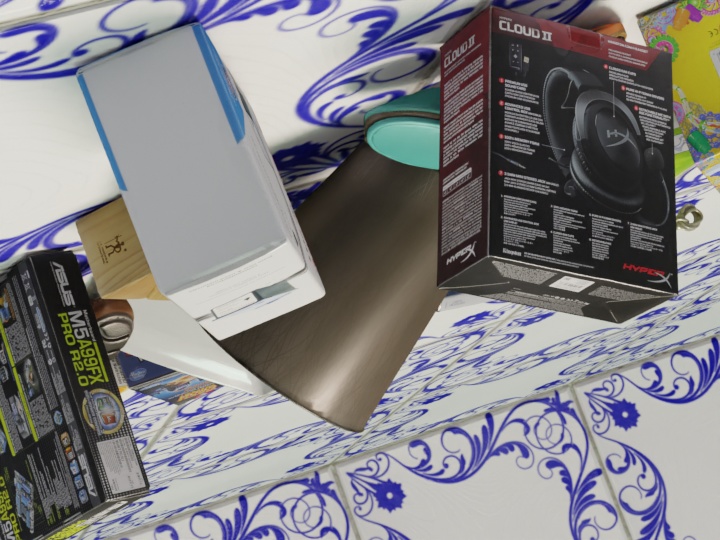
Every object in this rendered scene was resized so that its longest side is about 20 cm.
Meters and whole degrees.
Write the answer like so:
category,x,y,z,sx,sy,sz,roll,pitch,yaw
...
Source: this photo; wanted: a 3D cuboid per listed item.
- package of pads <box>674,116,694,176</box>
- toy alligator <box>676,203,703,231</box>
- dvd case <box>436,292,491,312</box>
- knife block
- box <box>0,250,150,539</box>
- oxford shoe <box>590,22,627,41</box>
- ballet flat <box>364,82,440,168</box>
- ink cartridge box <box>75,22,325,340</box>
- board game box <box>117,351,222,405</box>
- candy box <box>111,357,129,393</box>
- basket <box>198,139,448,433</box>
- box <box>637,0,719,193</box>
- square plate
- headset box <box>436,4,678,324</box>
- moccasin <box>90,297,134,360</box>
category,x,y,z,sx,sy,sz,roll,pitch,yaw
package of pads,0.205,-0.086,1.818,0.154,0.068,0.200,-17,168,-24
toy alligator,0.225,-0.020,1.834,0.200,0.059,0.054,-16,168,-32
dvd case,0.097,-0.010,1.871,0.200,0.018,0.143,-11,-150,-41
knife block,-0.109,-0.039,1.477,0.175,0.064,0.200,-24,169,21
box,-0.250,0.106,1.565,0.044,0.201,0.160,-9,164,-42
oxford shoe,0.178,-0.133,1.522,0.071,0.073,0.200,-21,169,1
ballet flat,0.090,-0.104,1.443,0.199,0.071,0.067,12,150,-22
ink cartridge box,-0.094,-0.049,1.241,0.086,0.147,0.200,-23,170,3
board game box,-0.141,0.074,1.979,0.199,0.062,0.200,-19,170,-9
candy box,-0.323,0.115,1.858,0.115,0.055,0.200,-29,167,32
basket,0.000,0.000,1.526,0.200,0.136,0.180,-51,136,6
box,0.338,-0.162,1.552,0.200,0.122,0.193,-23,170,13
square plate,-0.135,0.050,1.720,0.200,0.029,0.198,20,158,-19
headset box,0.133,-0.079,1.360,0.148,0.201,0.077,10,157,-25
moccasin,-0.260,0.055,1.663,0.074,0.078,0.201,9,156,-38
